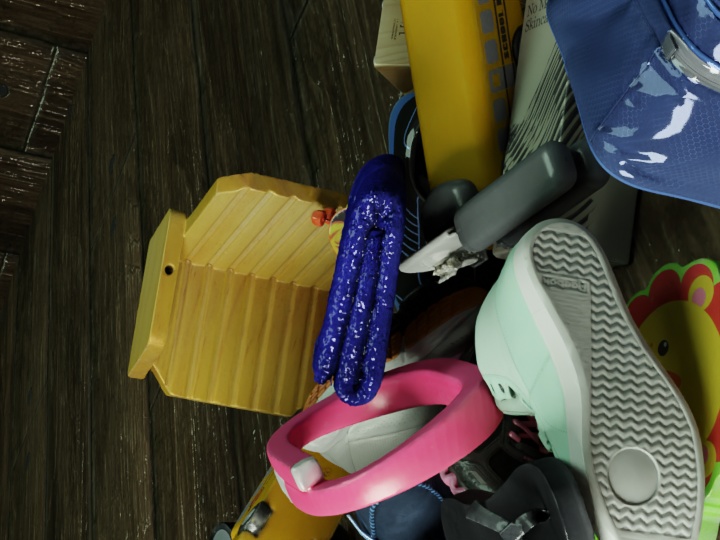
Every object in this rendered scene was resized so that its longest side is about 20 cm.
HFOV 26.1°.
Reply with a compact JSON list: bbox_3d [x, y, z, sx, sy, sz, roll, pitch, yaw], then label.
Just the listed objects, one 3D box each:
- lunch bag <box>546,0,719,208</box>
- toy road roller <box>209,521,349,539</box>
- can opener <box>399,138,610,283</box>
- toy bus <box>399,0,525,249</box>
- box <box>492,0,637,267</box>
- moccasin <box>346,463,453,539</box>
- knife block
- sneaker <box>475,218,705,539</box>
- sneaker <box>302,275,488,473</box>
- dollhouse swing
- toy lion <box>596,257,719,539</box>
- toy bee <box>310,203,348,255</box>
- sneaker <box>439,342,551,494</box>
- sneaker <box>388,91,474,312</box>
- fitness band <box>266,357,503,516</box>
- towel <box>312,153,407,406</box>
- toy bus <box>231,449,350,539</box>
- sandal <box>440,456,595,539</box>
[{"bbox_3d":[0.196,-0.134,0.839,0.201,0.135,0.133,-101,30,-44],"label":"lunch bag"},{"bbox_3d":[-0.075,0.318,1.330,0.146,0.122,0.201,57,131,47],"label":"toy road roller"},{"bbox_3d":[0.083,-0.042,0.997,0.200,0.052,0.067,-31,71,58],"label":"can opener"},{"bbox_3d":[0.083,-0.112,1.094,0.065,0.078,0.202,1,107,38],"label":"toy bus"},{"bbox_3d":[0.146,-0.104,1.046,0.082,0.068,0.202,166,113,-65],"label":"box"},{"bbox_3d":[0.050,0.189,1.061,0.200,0.080,0.069,58,-170,-54],"label":"moccasin"},{"bbox_3d":[0.108,-0.173,1.222,0.200,0.174,0.065,34,-117,-63],"label":"knife block"},{"bbox_3d":[0.125,0.084,0.877,0.118,0.073,0.202,121,135,-63],"label":"sneaker"},{"bbox_3d":[0.042,0.087,1.186,0.200,0.092,0.076,-43,20,29],"label":"sneaker"},{"bbox_3d":[-0.079,0.028,1.383,0.176,0.198,0.184,164,116,-66],"label":"dollhouse swing"},{"bbox_3d":[0.171,0.098,0.896,0.191,0.068,0.202,-16,64,59],"label":"toy lion"},{"bbox_3d":[0.014,-0.040,1.276,0.201,0.108,0.131,-56,-17,0],"label":"toy bee"},{"bbox_3d":[0.103,0.094,1.040,0.096,0.079,0.201,-50,22,23],"label":"sneaker"},{"bbox_3d":[0.057,-0.035,1.183,0.078,0.069,0.202,-141,43,-73],"label":"sneaker"},{"bbox_3d":[0.013,0.101,0.989,0.038,0.143,0.200,64,169,-8],"label":"fitness band"},{"bbox_3d":[0.000,0.000,1.069,0.200,0.049,0.149,-84,1,-80],"label":"towel"},{"bbox_3d":[-0.044,0.177,1.257,0.078,0.065,0.201,-46,9,50],"label":"toy bus"},{"bbox_3d":[0.082,0.155,0.874,0.200,0.042,0.077,134,118,-68],"label":"sandal"}]
